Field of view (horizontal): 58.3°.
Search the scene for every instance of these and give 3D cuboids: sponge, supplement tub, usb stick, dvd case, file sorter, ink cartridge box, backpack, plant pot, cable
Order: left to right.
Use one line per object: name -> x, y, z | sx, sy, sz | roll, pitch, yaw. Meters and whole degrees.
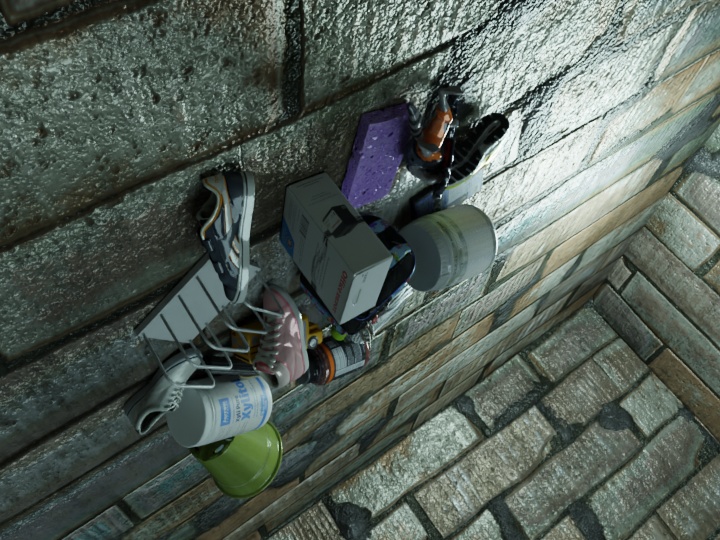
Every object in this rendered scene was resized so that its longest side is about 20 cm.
file sorter -> -0.247, 0.087, 1.096 | 0.200, 0.125, 0.138 | -44, 157, 10
supplement tub -> -0.295, 0.290, 1.371 | 0.132, 0.133, 0.199 | -50, 155, 24
plant pot -> -0.311, 0.417, 1.533 | 0.199, 0.201, 0.191 | -37, 145, -5
usb stick -> -0.227, 0.197, 1.329 | 0.196, 0.055, 0.033 | 7, 100, -29
supplement tub -> -0.077, 0.219, 1.603 | 0.198, 0.107, 0.108 | -14, 146, -43
ink cartridge box -> -0.046, -0.037, 1.078 | 0.083, 0.201, 0.146 | -24, 153, -28
backpack -> 0.000, 0.000, 1.260 | 0.199, 0.183, 0.135 | -40, 168, -27
sponge -> 0.027, -0.195, 1.126 | 0.110, 0.030, 0.202 | -25, 152, -33
cable -> 0.043, 0.092, 1.553 | 0.199, 0.069, 0.201 | -41, 171, -33
dvd case -> 0.193, -0.170, 1.428 | 0.198, 0.018, 0.143 | -35, 155, -10

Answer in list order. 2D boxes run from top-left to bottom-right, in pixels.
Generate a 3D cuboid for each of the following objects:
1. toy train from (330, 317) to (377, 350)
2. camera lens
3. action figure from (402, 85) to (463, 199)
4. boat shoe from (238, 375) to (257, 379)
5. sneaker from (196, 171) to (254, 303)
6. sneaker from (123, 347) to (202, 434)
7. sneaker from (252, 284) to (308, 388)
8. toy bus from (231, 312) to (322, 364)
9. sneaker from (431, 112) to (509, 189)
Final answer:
toy train -> -0.024, 0.115, 1.402 | 0.084, 0.203, 0.116 | 21, 132, -28
camera lens -> 0.190, -0.051, 1.412 | 0.198, 0.161, 0.161 | -18, 149, -37
action figure -> 0.116, -0.236, 1.081 | 0.102, 0.204, 0.194 | 10, 164, -3
boat shoe -> -0.195, 0.197, 1.437 | 0.198, 0.072, 0.073 | -28, 154, -39
sneaker -> -0.203, -0.047, 0.949 | 0.078, 0.078, 0.204 | -3, 113, -23
sneaker -> -0.367, 0.233, 1.239 | 0.200, 0.071, 0.073 | -45, 156, 12
sneaker -> -0.165, 0.136, 1.248 | 0.104, 0.074, 0.204 | -35, 122, -43
toy bus -> -0.170, 0.138, 1.346 | 0.198, 0.064, 0.080 | -15, 109, -43
sneaker -> 0.225, -0.224, 1.309 | 0.199, 0.078, 0.090 | -38, 159, -4
